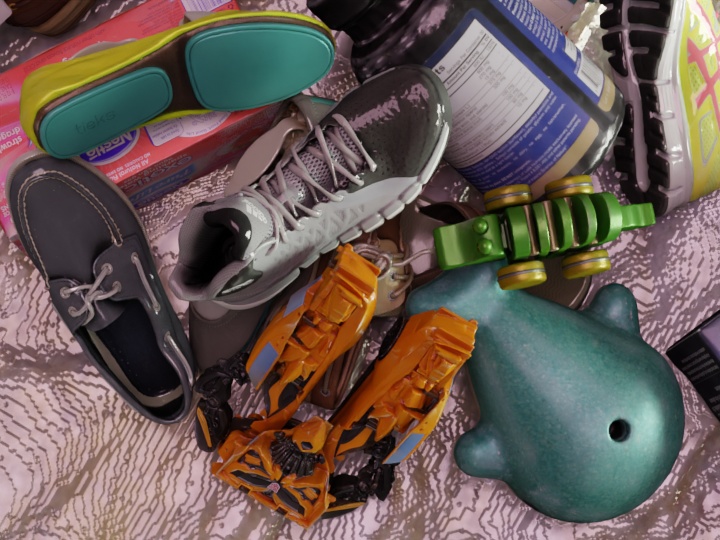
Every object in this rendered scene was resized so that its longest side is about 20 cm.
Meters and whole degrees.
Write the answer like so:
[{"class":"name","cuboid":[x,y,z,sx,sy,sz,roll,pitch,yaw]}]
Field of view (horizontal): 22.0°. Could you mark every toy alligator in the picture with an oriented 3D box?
[{"class":"toy alligator","cuboid":[0.088,-0.021,1.119,0.198,0.054,0.060,-9,82,-9]}]

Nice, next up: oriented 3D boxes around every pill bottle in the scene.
[{"class":"pill bottle","cuboid":[0.065,-0.134,1.179,0.200,0.112,0.112,41,82,-17]}]

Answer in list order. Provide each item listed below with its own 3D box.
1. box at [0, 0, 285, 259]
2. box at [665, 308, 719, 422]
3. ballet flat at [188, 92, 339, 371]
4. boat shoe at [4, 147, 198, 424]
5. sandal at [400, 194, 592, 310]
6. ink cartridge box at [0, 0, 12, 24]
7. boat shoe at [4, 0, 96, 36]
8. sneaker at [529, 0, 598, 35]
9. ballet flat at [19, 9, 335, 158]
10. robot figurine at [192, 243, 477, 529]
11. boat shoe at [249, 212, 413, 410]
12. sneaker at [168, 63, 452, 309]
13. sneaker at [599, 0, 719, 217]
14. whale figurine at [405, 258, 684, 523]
[{"class":"box","cuboid":[-0.154,-0.099,1.214,0.199,0.095,0.103,-28,81,-4]},{"class":"box","cuboid":[0.337,0.066,1.173,0.199,0.123,0.199,-36,84,-5]},{"class":"ballet flat","cuboid":[-0.073,-0.027,1.187,0.067,0.063,0.201,44,109,40]},{"class":"boat shoe","cuboid":[-0.156,0.013,1.157,0.072,0.062,0.201,-26,121,-1]},{"class":"sandal","cuboid":[0.054,-0.013,1.218,0.199,0.057,0.081,18,81,3]},{"class":"ink cartridge box","cuboid":[-0.296,-0.201,1.174,0.068,0.115,0.200,-42,51,3]},{"class":"boat shoe","cuboid":[-0.181,-0.226,1.195,0.200,0.067,0.073,-43,61,34]},{"class":"sneaker","cuboid":[0.140,-0.197,1.254,0.197,0.070,0.095,-12,100,-5]},{"class":"ballet flat","cuboid":[-0.116,-0.126,1.137,0.198,0.067,0.067,-19,40,-13]},{"class":"robot figurine","cuboid":[-0.022,0.082,1.147,0.144,0.058,0.201,30,124,-9]},{"class":"boat shoe","cuboid":[0.000,0.000,1.182,0.073,0.076,0.201,31,114,10]},{"class":"sneaker","cuboid":[-0.034,-0.042,1.078,0.200,0.115,0.075,-43,80,18]},{"class":"sneaker","cuboid":[0.214,-0.141,1.219,0.089,0.078,0.202,-10,107,-25]},{"class":"whale figurine","cuboid":[0.120,0.068,1.162,0.159,0.104,0.200,-43,102,-8]}]
